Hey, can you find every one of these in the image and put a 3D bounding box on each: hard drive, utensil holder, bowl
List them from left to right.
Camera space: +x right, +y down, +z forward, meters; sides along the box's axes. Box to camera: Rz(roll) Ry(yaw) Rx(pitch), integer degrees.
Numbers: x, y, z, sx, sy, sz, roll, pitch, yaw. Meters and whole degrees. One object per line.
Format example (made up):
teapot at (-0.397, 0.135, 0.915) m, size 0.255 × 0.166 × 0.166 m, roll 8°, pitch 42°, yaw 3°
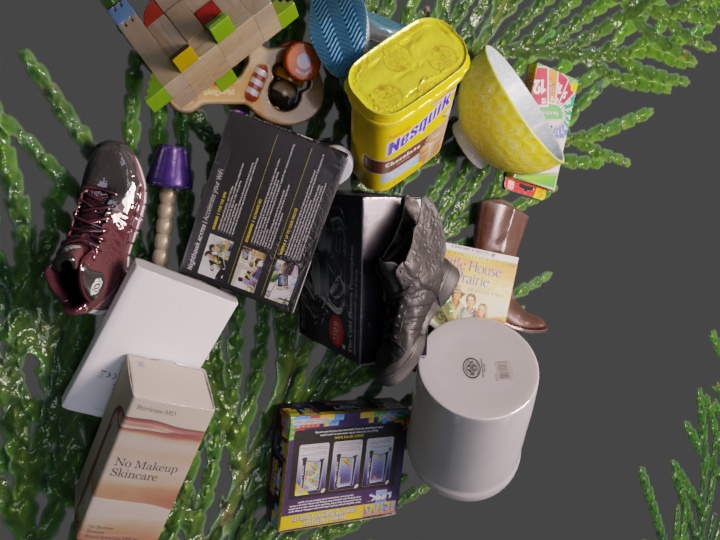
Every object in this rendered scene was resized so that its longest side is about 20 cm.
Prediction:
hard drive at (-0.250, 0.094, 0.828) m, size 0.131 × 0.026 × 0.202 m, roll 23°, pitch 107°, yaw -33°
utensil holder at (0.147, 0.187, 0.946) m, size 0.168 × 0.170 × 0.202 m, roll -28°, pitch 142°, yaw -23°
bowl at (0.199, -0.212, 1.018) m, size 0.107 × 0.202 × 0.200 m, roll -34°, pitch 122°, yaw 26°

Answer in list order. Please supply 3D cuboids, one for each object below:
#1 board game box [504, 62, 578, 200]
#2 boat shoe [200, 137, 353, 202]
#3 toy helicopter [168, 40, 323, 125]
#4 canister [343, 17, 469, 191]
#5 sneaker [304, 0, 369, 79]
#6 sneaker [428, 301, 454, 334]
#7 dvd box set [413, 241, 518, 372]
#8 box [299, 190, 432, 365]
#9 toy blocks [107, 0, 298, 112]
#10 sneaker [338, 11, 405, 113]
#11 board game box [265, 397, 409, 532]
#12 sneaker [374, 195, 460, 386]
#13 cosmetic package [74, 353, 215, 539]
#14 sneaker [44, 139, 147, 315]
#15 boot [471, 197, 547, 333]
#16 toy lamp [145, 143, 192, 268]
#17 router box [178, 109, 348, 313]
board game box at (0.293, -0.222, 1.131) m, size 0.094 × 0.030 × 0.204 m, roll 10°, pitch 95°, yaw -30°
boat shoe at (-0.109, -0.127, 0.892) m, size 0.197 × 0.067 × 0.071 m, roll -20°, pitch 129°, yaw -2°
toy helicopter at (-0.142, -0.215, 0.870) m, size 0.196 × 0.079 × 0.135 m, roll -8°, pitch 111°, yaw -17°
canister at (0.053, -0.199, 0.879) m, size 0.148 × 0.200 × 0.087 m, roll -37°, pitch 75°, yaw -13°
sneaker at (-0.030, -0.322, 0.856) m, size 0.075 × 0.081 × 0.203 m, roll -16°, pitch 74°, yaw 9°
sneaker at (0.107, 0.037, 1.007) m, size 0.200 × 0.077 × 0.089 m, roll 44°, pitch 80°, yaw -7°
dvd box set at (0.150, 0.064, 1.057) m, size 0.144 × 0.029 × 0.204 m, roll 12°, pitch 93°, yaw -3°
box at (0.000, 0.000, 0.909) m, size 0.103 × 0.181 × 0.204 m, roll -3°, pitch 99°, yaw -28°
toy blocks at (-0.191, -0.289, 0.793) m, size 0.199 × 0.100 × 0.137 m, roll -38°, pitch 74°, yaw -2°
sneaker at (0.043, -0.268, 0.961) m, size 0.198 × 0.079 × 0.132 m, roll 1°, pitch 124°, yaw -48°
board game box at (-0.032, 0.276, 1.008) m, size 0.197 × 0.056 × 0.169 m, roll 4°, pitch 98°, yaw -31°
sneaker at (0.048, 0.022, 0.803) m, size 0.104 × 0.060 × 0.201 m, roll 41°, pitch 72°, yaw -30°
cosmetic package at (-0.256, 0.213, 0.818) m, size 0.102 × 0.087 × 0.202 m, roll 16°, pitch 108°, yaw -29°
sneaker at (-0.292, -0.044, 0.764) m, size 0.074 × 0.116 × 0.204 m, roll 6°, pitch 96°, yaw 4°
boot at (0.247, -0.008, 1.120) m, size 0.184 × 0.064 × 0.204 m, roll 13°, pitch 88°, yaw -29°
toy lamp at (-0.236, -0.048, 0.838) m, size 0.057 × 0.058 × 0.204 m, roll 3°, pitch 96°, yaw -30°
router box at (-0.115, -0.070, 0.831) m, size 0.147 × 0.051 × 0.203 m, roll 20°, pitch 100°, yaw -7°
